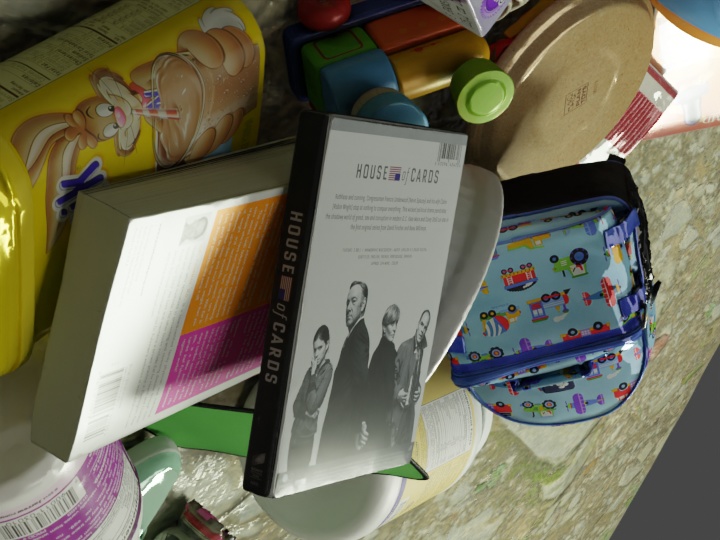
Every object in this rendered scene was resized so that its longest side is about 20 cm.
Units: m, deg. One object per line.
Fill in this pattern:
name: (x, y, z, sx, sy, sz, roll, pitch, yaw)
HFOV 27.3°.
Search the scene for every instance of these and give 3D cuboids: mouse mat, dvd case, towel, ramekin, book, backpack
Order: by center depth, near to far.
book: (-0.082, 0.011, 0.775, 0.200, 0.048, 0.134, -21, 133, -58)
dvd case: (0.000, 0.017, 0.821, 0.150, 0.025, 0.202, -1, 102, -58)
ramekin: (0.000, 0.000, 0.980, 0.201, 0.097, 0.201, -55, -165, 23)
mouse mat: (-0.062, 0.110, 0.987, 0.161, 0.198, 0.008, 54, 44, -66)
backpack: (0.138, 0.034, 1.121, 0.135, 0.181, 0.201, -80, 159, -65)
towel: (0.164, -0.111, 1.254, 0.200, 0.023, 0.144, -48, 133, 11)

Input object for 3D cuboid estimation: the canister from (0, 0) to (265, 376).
canister: (-0.141, -0.052, 0.750, 0.200, 0.086, 0.149, -39, 151, -41)

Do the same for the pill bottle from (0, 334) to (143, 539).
pill bottle: (-0.186, 0.122, 0.842, 0.112, 0.112, 0.200, -48, 155, -22)

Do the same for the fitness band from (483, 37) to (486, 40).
fitness band: (0.072, -0.214, 1.038, 0.200, 0.037, 0.144, -21, 137, -57)

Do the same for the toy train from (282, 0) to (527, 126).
toy train: (0.062, -0.137, 0.927, 0.199, 0.116, 0.085, -20, 135, -14)

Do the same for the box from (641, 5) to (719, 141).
box: (0.298, -0.229, 1.302, 0.151, 0.107, 0.201, -12, 141, -10)

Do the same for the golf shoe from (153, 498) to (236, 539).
golf shoe: (-0.129, 0.264, 1.193, 0.092, 0.072, 0.201, -43, 143, -18)

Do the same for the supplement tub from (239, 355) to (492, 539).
supplement tub: (0.010, 0.126, 1.198, 0.200, 0.145, 0.146, -15, 132, -59)

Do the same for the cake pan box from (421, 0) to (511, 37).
cake pan box: (-0.018, -0.206, 0.682, 0.052, 0.184, 0.200, -51, 157, -4)

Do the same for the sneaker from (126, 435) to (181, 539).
sneaker: (-0.158, 0.218, 1.008, 0.201, 0.118, 0.074, -54, 155, -12)

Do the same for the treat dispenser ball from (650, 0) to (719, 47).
treat dispenser ball: (0.293, -0.262, 1.090, 0.201, 0.200, 0.202, -44, 153, -29)

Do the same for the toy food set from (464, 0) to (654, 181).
toy food set: (0.153, -0.146, 1.153, 0.198, 0.049, 0.200, -40, 150, -7)
